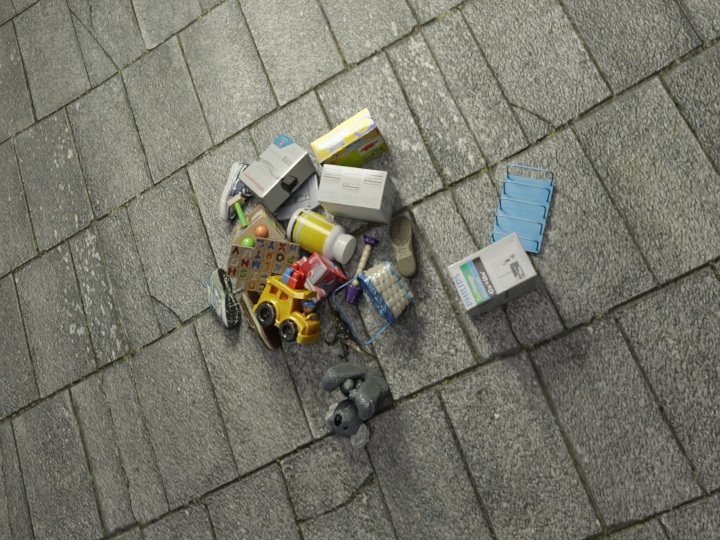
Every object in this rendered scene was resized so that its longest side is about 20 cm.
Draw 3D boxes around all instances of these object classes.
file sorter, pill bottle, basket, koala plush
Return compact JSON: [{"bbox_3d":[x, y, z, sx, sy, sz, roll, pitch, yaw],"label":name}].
[{"bbox_3d":[0.443,-0.170,1.527,0.135,0.123,0.206,13,83,17],"label":"file sorter"},{"bbox_3d":[-0.115,-0.100,1.682,0.196,0.112,0.115,27,88,19],"label":"pill bottle"},{"bbox_3d":[0.039,0.085,1.578,0.198,0.139,0.179,-35,100,-13],"label":"basket"},{"bbox_3d":[-0.019,0.382,1.563,0.175,0.182,0.205,28,109,27],"label":"koala plush"}]

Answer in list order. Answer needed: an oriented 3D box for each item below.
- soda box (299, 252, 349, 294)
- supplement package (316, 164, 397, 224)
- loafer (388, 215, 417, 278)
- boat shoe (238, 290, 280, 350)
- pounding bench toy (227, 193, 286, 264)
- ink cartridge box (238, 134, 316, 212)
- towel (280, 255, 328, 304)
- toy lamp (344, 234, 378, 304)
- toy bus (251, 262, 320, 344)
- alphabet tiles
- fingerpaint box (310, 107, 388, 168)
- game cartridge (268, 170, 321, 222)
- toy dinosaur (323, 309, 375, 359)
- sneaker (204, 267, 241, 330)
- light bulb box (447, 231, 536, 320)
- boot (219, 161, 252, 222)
[{"bbox_3d":[-0.100,0.012,1.611,0.063,0.200,0.071,-40,71,6],"label":"soda box"},{"bbox_3d":[-0.007,-0.222,1.650,0.194,0.156,0.115,10,82,17],"label":"supplement package"},{"bbox_3d":[0.126,-0.063,1.633,0.074,0.068,0.206,-9,63,11],"label":"loafer"},{"bbox_3d":[-0.315,0.160,1.726,0.074,0.074,0.206,-36,72,31],"label":"boat shoe"},{"bbox_3d":[-0.325,-0.123,1.677,0.123,0.157,0.201,-39,113,5],"label":"pounding bench toy"},{"bbox_3d":[-0.258,-0.303,1.738,0.200,0.084,0.144,-45,56,-9],"label":"ink cartridge box"},{"bbox_3d":[-0.201,0.072,1.712,0.198,0.030,0.148,-39,70,13],"label":"towel"},{"bbox_3d":[0.000,0.000,1.660,0.057,0.058,0.206,18,86,18],"label":"toy lamp"},{"bbox_3d":[-0.186,0.088,1.601,0.197,0.135,0.197,29,102,22],"label":"toy bus"},{"bbox_3d":[-0.289,-0.014,1.638,0.194,0.008,0.172,9,113,-20],"label":"alphabet tiles"},{"bbox_3d":[-0.030,-0.373,1.678,0.196,0.167,0.075,-31,73,9],"label":"fingerpaint box"},{"bbox_3d":[-0.217,-0.229,1.776,0.194,0.041,0.138,-13,74,14],"label":"game cartridge"},{"bbox_3d":[-0.050,0.206,1.646,0.088,0.048,0.201,-41,75,-2],"label":"toy dinosaur"},{"bbox_3d":[-0.441,0.101,1.772,0.085,0.077,0.205,-28,67,22],"label":"sneaker"},{"bbox_3d":[0.349,0.022,1.480,0.196,0.198,0.128,-27,72,8],"label":"light bulb box"},{"bbox_3d":[-0.389,-0.252,1.809,0.088,0.073,0.207,9,82,23],"label":"boot"}]
